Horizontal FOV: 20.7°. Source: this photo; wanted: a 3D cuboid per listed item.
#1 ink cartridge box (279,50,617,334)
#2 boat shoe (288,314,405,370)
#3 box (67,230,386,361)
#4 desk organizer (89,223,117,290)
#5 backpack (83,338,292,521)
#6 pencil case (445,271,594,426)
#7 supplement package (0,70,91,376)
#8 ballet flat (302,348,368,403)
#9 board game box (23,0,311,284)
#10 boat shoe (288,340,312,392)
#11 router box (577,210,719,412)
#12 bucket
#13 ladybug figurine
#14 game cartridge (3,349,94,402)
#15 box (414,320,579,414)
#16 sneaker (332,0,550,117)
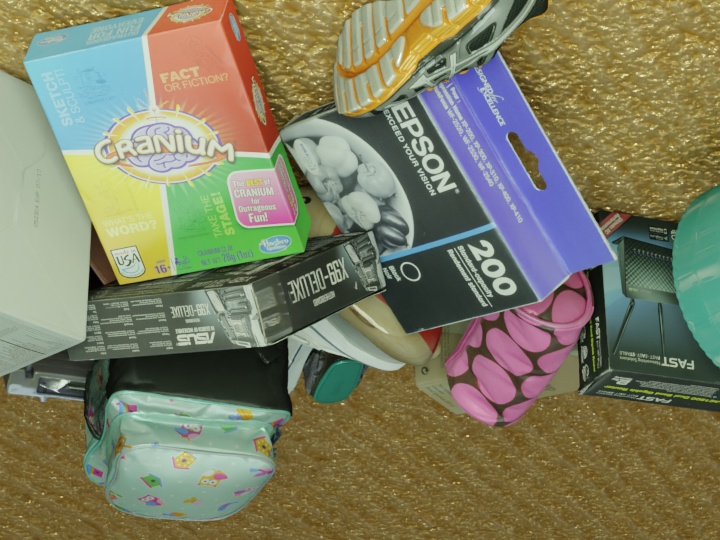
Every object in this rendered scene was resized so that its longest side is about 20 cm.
[{"bbox_3d":[0.064,-0.056,1.478,0.199,0.043,0.199,-18,112,42],"label":"ink cartridge box"},{"bbox_3d":[-0.047,0.031,1.726,0.199,0.074,0.065,34,139,-5],"label":"boat shoe"},{"bbox_3d":[-0.105,0.019,1.499,0.199,0.050,0.157,-6,-168,36],"label":"box"},{"bbox_3d":[-0.270,-0.012,1.615,0.071,0.078,0.199,21,162,-39],"label":"desk organizer"},{"bbox_3d":[-0.157,0.136,1.731,0.174,0.155,0.200,5,157,-17],"label":"backpack"},{"bbox_3d":[0.131,0.058,1.703,0.093,0.091,0.201,12,145,-7],"label":"pencil case"},{"bbox_3d":[-0.321,-0.026,1.501,0.199,0.193,0.147,-22,147,38],"label":"supplement package"},{"bbox_3d":[-0.010,0.058,1.839,0.071,0.073,0.200,8,153,-18],"label":"ballet flat"},{"bbox_3d":[-0.137,-0.091,1.428,0.152,0.040,0.201,-10,124,14],"label":"board game box"},{"bbox_3d":[-0.089,0.060,1.834,0.085,0.075,0.202,8,151,-18],"label":"boat shoe"},{"bbox_3d":[0.283,0.040,1.704,0.198,0.151,0.062,8,154,-18],"label":"router box"},{"bbox_3d":[0.357,-0.003,1.567,0.206,0.209,0.135,15,156,-30],"label":"bucket"},{"bbox_3d":[0.000,0.000,1.629,0.200,0.072,0.136,42,-178,-23],"label":"ladybug figurine"},{"bbox_3d":[-0.242,0.096,1.874,0.198,0.039,0.130,8,-168,-17],"label":"game cartridge"},{"bbox_3d":[0.157,0.069,1.853,0.199,0.078,0.095,-14,151,28],"label":"box"},{"bbox_3d":[0.051,-0.158,1.364,0.077,0.079,0.200,12,152,-36],"label":"sneaker"}]
